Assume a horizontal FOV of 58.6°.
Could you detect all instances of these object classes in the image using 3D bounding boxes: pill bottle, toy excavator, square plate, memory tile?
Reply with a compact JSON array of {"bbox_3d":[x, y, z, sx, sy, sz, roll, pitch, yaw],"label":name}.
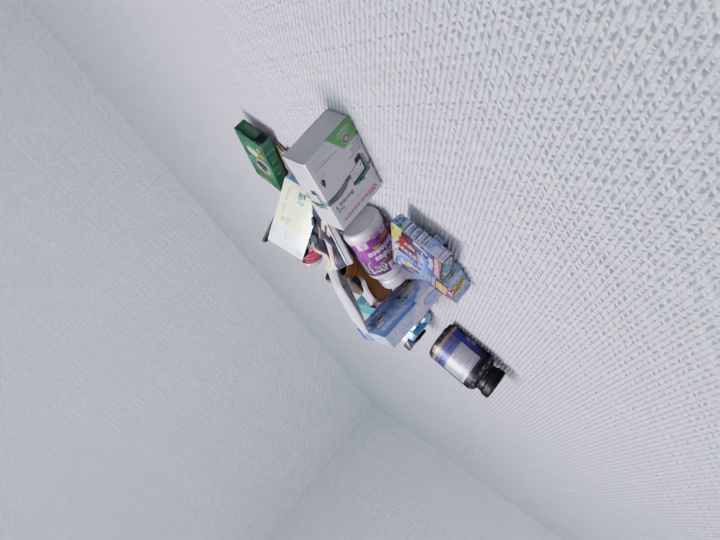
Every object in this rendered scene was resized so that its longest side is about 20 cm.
[{"bbox_3d":[0.043,-0.052,1.600,0.111,0.113,0.201,24,156,52],"label":"pill bottle"},{"bbox_3d":[0.158,0.131,1.843,0.099,0.202,0.194,39,-151,9],"label":"toy excavator"},{"bbox_3d":[-0.046,0.045,1.681,0.202,0.028,0.200,62,-178,-44],"label":"square plate"},{"bbox_3d":[-0.171,-0.089,2.086,0.112,0.113,0.201,38,165,17],"label":"pill bottle"},{"bbox_3d":[0.293,0.251,1.756,0.199,0.112,0.112,39,165,18],"label":"pill bottle"},{"bbox_3d":[-0.193,-0.282,1.803,0.152,0.017,0.202,32,161,40],"label":"memory tile"}]

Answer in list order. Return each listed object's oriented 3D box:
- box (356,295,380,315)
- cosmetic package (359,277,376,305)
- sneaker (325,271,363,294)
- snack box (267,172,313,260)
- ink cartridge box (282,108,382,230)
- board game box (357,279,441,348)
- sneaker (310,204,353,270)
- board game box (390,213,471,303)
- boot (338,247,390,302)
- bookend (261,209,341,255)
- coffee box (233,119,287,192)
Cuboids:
[{"bbox_3d":[0.060,0.102,2.046,0.049,0.082,0.199,48,165,-20],"label":"box"},{"bbox_3d":[-0.009,0.006,1.979,0.201,0.050,0.083,51,170,12],"label":"cosmetic package"},{"bbox_3d":[-0.049,0.034,1.921,0.076,0.070,0.200,47,175,-19],"label":"sneaker"},{"bbox_3d":[-0.167,-0.138,1.675,0.114,0.037,0.203,31,126,11],"label":"snack box"},{"bbox_3d":[-0.054,-0.210,1.361,0.083,0.147,0.201,27,159,42],"label":"ink cartridge box"},{"bbox_3d":[0.102,0.109,1.707,0.044,0.200,0.198,48,165,-16],"label":"board game box"},{"bbox_3d":[-0.091,-0.095,1.561,0.078,0.078,0.204,-49,-65,-81],"label":"sneaker"},{"bbox_3d":[0.162,-0.026,1.451,0.198,0.062,0.201,39,165,18],"label":"board game box"},{"bbox_3d":[0.000,0.000,1.679,0.072,0.154,0.205,-22,88,31],"label":"boot"},{"bbox_3d":[-0.142,-0.110,1.763,0.197,0.092,0.201,38,128,3],"label":"bookend"},{"bbox_3d":[-0.272,-0.319,1.794,0.122,0.044,0.201,37,163,29],"label":"coffee box"}]
